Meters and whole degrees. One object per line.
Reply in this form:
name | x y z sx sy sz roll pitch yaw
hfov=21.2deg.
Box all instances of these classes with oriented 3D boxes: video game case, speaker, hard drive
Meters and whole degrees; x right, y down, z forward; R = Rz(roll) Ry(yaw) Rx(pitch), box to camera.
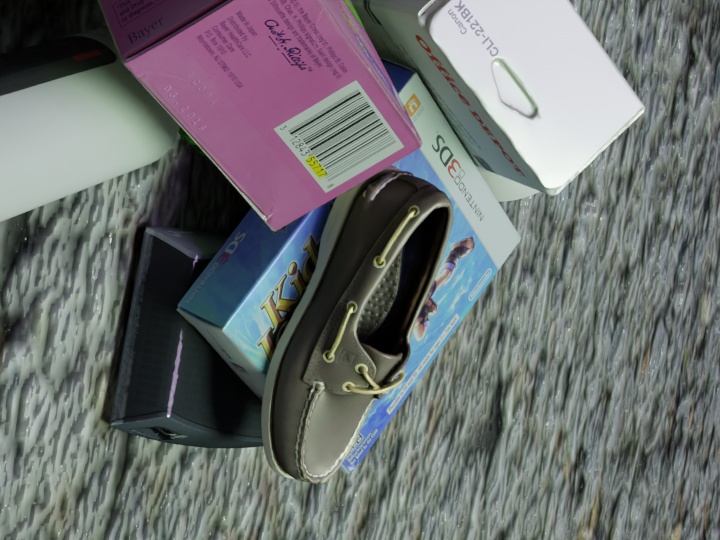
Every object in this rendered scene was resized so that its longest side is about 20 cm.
video game case | 0.000 0.000 1.198 0.200 0.045 0.181 -54 138 -15
speaker | -0.175 -0.068 0.964 0.200 0.081 0.081 -28 122 -56
hard drive | -0.079 0.048 1.220 0.200 0.042 0.135 17 83 -62

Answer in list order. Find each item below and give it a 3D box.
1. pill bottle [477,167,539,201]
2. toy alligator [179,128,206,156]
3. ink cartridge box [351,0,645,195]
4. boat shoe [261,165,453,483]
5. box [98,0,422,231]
pill bottle | 0.091 -0.153 1.409 0.114 0.114 0.200 -61 147 -33
toy alligator | -0.051 -0.080 1.194 0.200 0.059 0.054 21 120 -42
ink cartridge box | 0.066 -0.139 1.194 0.084 0.200 0.144 -43 114 -7
boat shoe | 0.000 0.038 1.133 0.072 0.059 0.200 10 102 -49
box | -0.071 -0.155 1.009 0.176 0.097 0.200 50 13 -55
